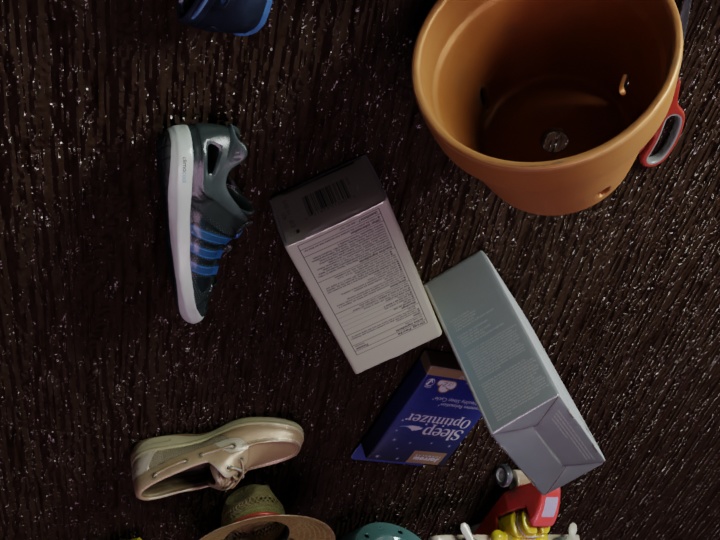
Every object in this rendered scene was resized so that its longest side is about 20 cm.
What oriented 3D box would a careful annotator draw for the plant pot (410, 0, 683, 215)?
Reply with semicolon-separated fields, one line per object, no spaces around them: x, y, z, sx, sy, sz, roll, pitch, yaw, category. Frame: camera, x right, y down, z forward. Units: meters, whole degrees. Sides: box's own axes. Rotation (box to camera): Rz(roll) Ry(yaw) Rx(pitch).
0.150;-0.135;0.697;0.198;0.202;0.140;-26;152;5;plant pot

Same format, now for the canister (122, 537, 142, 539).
-0.352;0.418;1.038;0.197;0.150;0.087;-13;135;-6;canister

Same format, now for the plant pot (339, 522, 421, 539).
0.022;0.446;1.179;0.198;0.201;0.163;11;116;-29;plant pot

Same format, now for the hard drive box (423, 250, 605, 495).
0.158;0.105;0.902;0.076;0.201;0.156;-30;134;10;hard drive box

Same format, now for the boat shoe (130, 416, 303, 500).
-0.157;0.219;0.983;0.197;0.065;0.072;-9;134;-13;boat shoe

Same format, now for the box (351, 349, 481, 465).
0.083;0.184;1.068;0.120;0.033;0.201;11;127;-29;box

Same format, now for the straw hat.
-0.132;0.313;1.067;0.198;0.086;0.203;-9;138;-8;straw hat

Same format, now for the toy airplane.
0.208;0.384;1.223;0.198;0.142;0.200;-25;136;3;toy airplane

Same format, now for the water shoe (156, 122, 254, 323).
-0.129;-0.033;0.755;0.078;0.072;0.202;-9;134;-16;water shoe

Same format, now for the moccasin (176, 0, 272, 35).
-0.083;-0.243;0.569;0.067;0.081;0.202;-10;134;-28;moccasin

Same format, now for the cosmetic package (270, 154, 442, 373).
0.000;0.000;0.835;0.104;0.072;0.201;-23;135;0;cosmetic package

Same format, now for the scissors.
0.297;-0.184;0.822;0.072;0.014;0.202;0;130;-18;scissors
